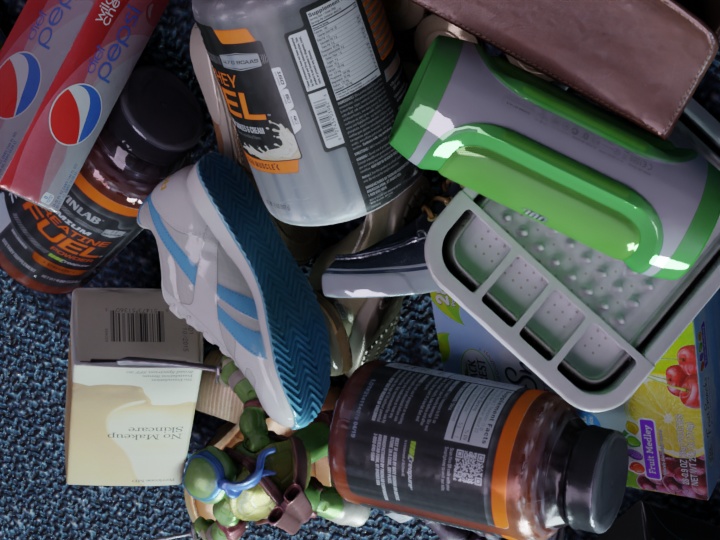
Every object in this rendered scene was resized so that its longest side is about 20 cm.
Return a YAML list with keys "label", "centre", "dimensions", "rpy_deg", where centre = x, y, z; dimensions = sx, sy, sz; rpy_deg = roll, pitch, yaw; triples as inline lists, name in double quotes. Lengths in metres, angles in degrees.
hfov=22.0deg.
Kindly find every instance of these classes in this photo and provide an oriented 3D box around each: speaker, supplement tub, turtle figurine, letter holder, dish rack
- label: "speaker"
  centre: [0.121, -0.069, 1.138]
  dimensions: [0.198, 0.089, 0.089]
  rpy_deg: [25, 133, -5]
- label: "supplement tub"
  centre: [-0.037, -0.142, 1.228]
  dimensions: [0.121, 0.123, 0.202]
  rpy_deg: [-3, 120, 31]
- label: "supplement tub"
  centre: [0.084, 0.130, 1.297]
  dimensions: [0.198, 0.107, 0.108]
  rpy_deg: [10, 127, 26]
- label: "turtle figurine"
  centre: [-0.084, 0.134, 1.390]
  dimensions: [0.199, 0.193, 0.146]
  rpy_deg: [-16, 74, 44]
- label: "supplement tub"
  centre: [-0.199, -0.072, 1.395]
  dimensions: [0.107, 0.107, 0.200]
  rpy_deg: [45, 133, -6]
- label: "letter holder"
  centre: [0.138, -0.201, 1.115]
  dimensions: [0.199, 0.101, 0.143]
  rpy_deg: [29, 130, 4]
- label: "dish rack"
  centre: [0.155, -0.029, 1.207]
  dimensions: [0.171, 0.044, 0.200]
  rpy_deg: [41, 89, -5]

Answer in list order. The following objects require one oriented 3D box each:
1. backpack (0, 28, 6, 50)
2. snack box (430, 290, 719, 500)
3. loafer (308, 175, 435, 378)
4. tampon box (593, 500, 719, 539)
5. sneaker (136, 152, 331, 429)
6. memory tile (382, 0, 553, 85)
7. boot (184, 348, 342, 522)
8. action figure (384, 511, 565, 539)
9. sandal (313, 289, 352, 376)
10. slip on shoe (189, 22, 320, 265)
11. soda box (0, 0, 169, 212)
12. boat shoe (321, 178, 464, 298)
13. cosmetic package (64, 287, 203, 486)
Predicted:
- label: "backpack"
  centre: [-0.355, -0.129, 1.386]
  dimensions: [0.146, 0.200, 0.184]
  rpy_deg: [-19, 110, 42]
- label: "snack box"
  centre: [0.158, 0.067, 1.325]
  dimensions: [0.198, 0.068, 0.170]
  rpy_deg: [7, 126, 28]
- label: "loafer"
  centre: [0.000, 0.000, 1.362]
  dimensions: [0.068, 0.076, 0.201]
  rpy_deg: [31, 135, 12]
- label: "tampon box"
  centre: [0.217, 0.292, 1.380]
  dimensions: [0.149, 0.127, 0.200]
  rpy_deg: [19, 136, -20]
- label: "sneaker"
  centre: [-0.087, 0.021, 1.313]
  dimensions: [0.080, 0.076, 0.202]
  rpy_deg: [-26, 88, 31]
- label: "memory tile"
  centre: [0.040, -0.169, 1.258]
  dimensions: [0.200, 0.017, 0.153]
  rpy_deg: [41, 133, -1]
- label: "boot"
  centre: [-0.062, 0.164, 1.522]
  dimensions: [0.153, 0.074, 0.201]
  rpy_deg: [17, 132, 13]
- label: "action figure"
  centre: [0.095, 0.210, 1.468]
  dimensions: [0.130, 0.070, 0.200]
  rpy_deg: [-29, 109, 33]
- label: "sandal"
  centre: [-0.078, 0.032, 1.402]
  dimensions: [0.199, 0.054, 0.081]
  rpy_deg: [32, 146, 48]
- label: "slip on shoe"
  centre: [-0.061, -0.095, 1.335]
  dimensions: [0.060, 0.076, 0.202]
  rpy_deg: [-2, 114, 35]
- label: "soda box"
  centre: [-0.205, -0.148, 1.294]
  dimensions: [0.070, 0.063, 0.201]
  rpy_deg: [28, 91, 39]
- label: "boat shoe"
  centre: [0.066, -0.037, 1.258]
  dimensions: [0.198, 0.071, 0.092]
  rpy_deg: [-10, 93, 0]
- label: "cosmetic package"
  centre: [-0.185, 0.097, 1.486]
  dimensions: [0.104, 0.072, 0.201]
  rpy_deg: [0, 147, -9]
